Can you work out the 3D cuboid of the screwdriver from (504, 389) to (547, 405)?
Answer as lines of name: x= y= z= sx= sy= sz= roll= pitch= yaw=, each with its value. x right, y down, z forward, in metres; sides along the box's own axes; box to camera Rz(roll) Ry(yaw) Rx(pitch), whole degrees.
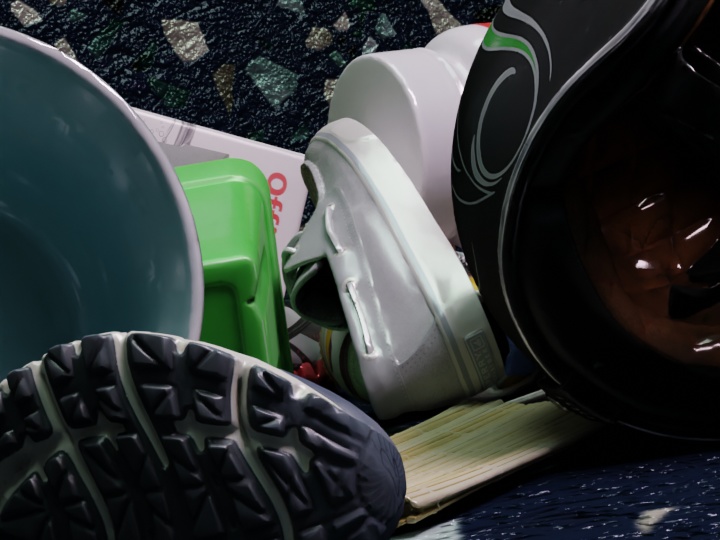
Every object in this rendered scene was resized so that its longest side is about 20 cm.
screwdriver: x=0.100 y=0.042 z=0.843 sx=0.200 sy=0.029 sz=0.028 roll=-10 pitch=1 yaw=-34

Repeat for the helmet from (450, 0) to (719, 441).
helmet: x=0.127 y=-0.048 z=0.705 sx=0.200 sy=0.200 sz=0.191 roll=-10 pitch=22 yaw=12

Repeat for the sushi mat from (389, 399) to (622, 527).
sushi mat: x=0.026 y=0.065 z=0.685 sx=0.096 sy=0.012 sz=0.200 roll=-6 pitch=3 yaw=31

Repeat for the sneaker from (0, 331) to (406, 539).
sneaker: x=-0.067 y=0.056 z=0.526 sx=0.200 sy=0.078 sz=0.086 roll=-9 pitch=-1 yaw=34

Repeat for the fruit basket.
fruit basket: x=-0.136 y=0.015 z=0.885 sx=0.215 sy=0.156 sz=0.216 roll=-7 pitch=16 yaw=2

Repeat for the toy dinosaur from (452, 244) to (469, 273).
toy dinosaur: x=0.082 y=0.008 z=1.181 sx=0.200 sy=0.102 sz=0.136 roll=-39 pitch=3 yaw=-38

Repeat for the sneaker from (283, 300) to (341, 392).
sneaker: x=-0.068 y=0.031 z=1.035 sx=0.071 sy=0.098 sz=0.200 roll=-11 pitch=-1 yaw=30

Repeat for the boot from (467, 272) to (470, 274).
boot: x=0.106 y=-0.037 z=1.083 sx=0.200 sy=0.156 sz=0.077 roll=-9 pitch=-18 yaw=-20

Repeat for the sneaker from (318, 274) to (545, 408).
sneaker: x=0.084 y=0.026 z=0.918 sx=0.200 sy=0.075 sz=0.090 roll=-16 pitch=12 yaw=-11

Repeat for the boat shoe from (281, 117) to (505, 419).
boat shoe: x=0.000 y=0.000 z=0.861 sx=0.068 sy=0.072 sz=0.200 roll=-24 pitch=40 yaw=-5

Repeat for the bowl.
bowl: x=-0.160 y=0.018 z=0.721 sx=0.200 sy=0.201 sz=0.105 roll=-10 pitch=-14 yaw=-10

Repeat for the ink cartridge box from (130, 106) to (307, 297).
ink cartridge box: x=-0.141 y=-0.019 z=1.143 sx=0.200 sy=0.146 sz=0.084 roll=14 pitch=-8 yaw=-11

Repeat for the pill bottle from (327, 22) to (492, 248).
pill bottle: x=0.092 y=-0.071 z=0.990 sx=0.200 sy=0.114 sz=0.114 roll=-8 pitch=1 yaw=-28
